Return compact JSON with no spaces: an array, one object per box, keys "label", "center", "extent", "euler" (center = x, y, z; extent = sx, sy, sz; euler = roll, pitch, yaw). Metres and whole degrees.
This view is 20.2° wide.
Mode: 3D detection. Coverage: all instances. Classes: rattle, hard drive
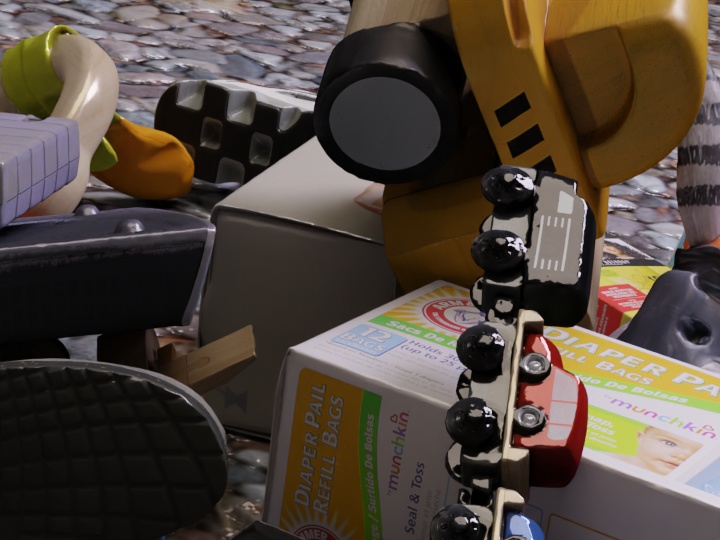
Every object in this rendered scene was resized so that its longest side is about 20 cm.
[{"label":"rattle","center":[-0.152,-0.022,1.051],"extent":[0.129,0.144,0.201],"euler":[-24,38,3]},{"label":"hard drive","center":[-0.131,0.001,0.801],"extent":[0.133,0.043,0.200],"euler":[-6,5,-14]}]

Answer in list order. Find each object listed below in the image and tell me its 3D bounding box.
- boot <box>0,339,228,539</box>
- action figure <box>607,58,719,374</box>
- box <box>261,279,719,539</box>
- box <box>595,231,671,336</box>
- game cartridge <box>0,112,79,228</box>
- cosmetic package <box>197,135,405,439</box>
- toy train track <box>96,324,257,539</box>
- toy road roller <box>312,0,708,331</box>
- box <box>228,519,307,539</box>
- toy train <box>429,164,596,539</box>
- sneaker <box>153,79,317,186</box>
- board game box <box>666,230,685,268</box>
[{"label":"boot","center":[-0.133,0.048,0.750],"extent":[0.198,0.068,0.131],"euler":[-4,17,13]},{"label":"action figure","center":[0.129,0.014,0.850],"extent":[0.104,0.195,0.199],"euler":[30,-16,-30]},{"label":"box","center":[0.076,0.089,0.713],"extent":[0.199,0.102,0.112],"euler":[19,22,27]},{"label":"box","center":[0.144,0.037,0.971],"extent":[0.075,0.051,0.200],"euler":[-1,22,-30]},{"label":"game cartridge","center":[-0.219,-0.044,0.778],"extent":[0.198,0.039,0.130],"euler":[5,16,4]},{"label":"cosmetic package","center":[0.000,0.000,0.939],"extent":[0.086,0.104,0.200],"euler":[12,20,14]},{"label":"toy train track","center":[-0.082,0.083,0.755],"extent":[0.114,0.033,0.200],"euler":[-25,28,7]},{"label":"toy road roller","center":[0.078,-0.056,0.808],"extent":[0.145,0.201,0.123],"euler":[-12,36,21]},{"label":"box","center":[0.005,0.150,0.587],"extent":[0.199,0.050,0.159],"euler":[19,20,25]},{"label":"toy train","center":[0.050,0.048,0.639],"extent":[0.045,0.034,0.201],"euler":[6,53,7]},{"label":"sneaker","center":[-0.014,-0.066,1.157],"extent":[0.199,0.075,0.088],"euler":[26,20,24]},{"label":"board game box","center":[0.233,-0.066,0.936],"extent":[0.034,0.201,0.134],"euler":[21,9,-30]}]
